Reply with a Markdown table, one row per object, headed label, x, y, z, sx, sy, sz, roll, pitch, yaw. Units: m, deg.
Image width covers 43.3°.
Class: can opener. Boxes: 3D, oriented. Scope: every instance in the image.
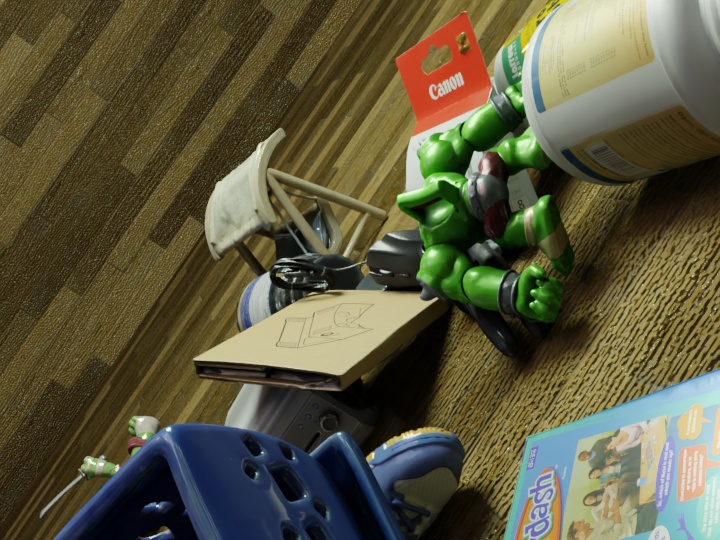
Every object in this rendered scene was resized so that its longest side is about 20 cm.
| label | x | y | z | sx | sy | sz | roll | pitch | yaw |
| --- | --- | --- | --- | --- | --- | --- | --- | --- | --- |
| can opener | 0.106 | 0.010 | 0.773 | 0.063 | 0.079 | 0.200 | -43 | 26 | 2 |

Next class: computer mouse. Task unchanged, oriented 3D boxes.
| label | x | y | z | sx | sy | sz | roll | pitch | yaw |
| --- | --- | --- | --- | --- | --- | --- | --- | --- | --- |
| computer mouse | 0.000 | 0.000 | 0.904 | 0.197 | 0.059 | 0.034 | -9 | 41 | 18 |

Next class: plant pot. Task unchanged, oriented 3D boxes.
| label | x | y | z | sx | sy | sz | roll | pitch | yaw |
| --- | --- | --- | --- | --- | --- | --- | --- | --- | --- |
| plant pot | -0.065 | 0.220 | 0.553 | 0.200 | 0.178 | 0.202 | -46 | 60 | 29 |

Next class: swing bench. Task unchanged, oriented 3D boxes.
| label | x | y | z | sx | sy | sz | roll | pitch | yaw |
| --- | --- | --- | --- | --- | --- | --- | --- | --- | --- |
| swing bench | -0.107 | -0.060 | 1.253 | 0.198 | 0.199 | 0.131 | -26 | 32 | 58 |

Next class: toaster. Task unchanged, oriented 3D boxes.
| label | x | y | z | sx | sy | sz | roll | pitch | yaw |
| --- | --- | --- | --- | --- | --- | --- | --- | --- | --- |
| toaster | -0.066 | 0.142 | 0.904 | 0.130 | 0.113 | 0.200 | -55 | 18 | 5 |

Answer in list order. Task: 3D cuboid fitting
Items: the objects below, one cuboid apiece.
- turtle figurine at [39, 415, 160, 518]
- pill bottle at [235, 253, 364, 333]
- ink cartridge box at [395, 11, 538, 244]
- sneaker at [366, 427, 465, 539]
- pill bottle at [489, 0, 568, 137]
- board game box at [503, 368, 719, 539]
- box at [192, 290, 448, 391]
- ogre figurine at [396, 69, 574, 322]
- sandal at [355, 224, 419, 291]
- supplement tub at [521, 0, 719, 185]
| label | x | y | z | sx | sy | sz | roll | pitch | yaw |
| --- | --- | --- | --- | --- | --- | --- | --- | --- | --- |
| turtle figurine | -0.353 | 0.315 | 1.317 | 0.200 | 0.144 | 0.195 | -44 | 16 | 21 |
| pill bottle | -0.072 | 0.042 | 1.113 | 0.199 | 0.111 | 0.113 | -23 | 35 | 60 |
| ink cartridge box | 0.084 | -0.119 | 0.866 | 0.057 | 0.202 | 0.162 | -28 | 7 | -21 |
| sneaker | 0.016 | 0.203 | 0.657 | 0.201 | 0.074 | 0.089 | -55 | 26 | 24 |
| pill bottle | 0.192 | -0.187 | 0.822 | 0.200 | 0.112 | 0.114 | -38 | 23 | 44 |
| board game box | 0.147 | 0.132 | 0.446 | 0.199 | 0.045 | 0.153 | -34 | 27 | 49 |
| box | -0.031 | 0.059 | 0.842 | 0.161 | 0.022 | 0.199 | 0 | 17 | 33 |
| ogre figurine | 0.099 | -0.055 | 0.718 | 0.118 | 0.204 | 0.098 | -10 | -5 | 29 |
| sandal | 0.062 | -0.008 | 0.973 | 0.200 | 0.043 | 0.076 | -46 | 17 | -6 |
| supplement tub | 0.218 | -0.146 | 0.614 | 0.146 | 0.144 | 0.199 | -60 | 18 | -19 |
